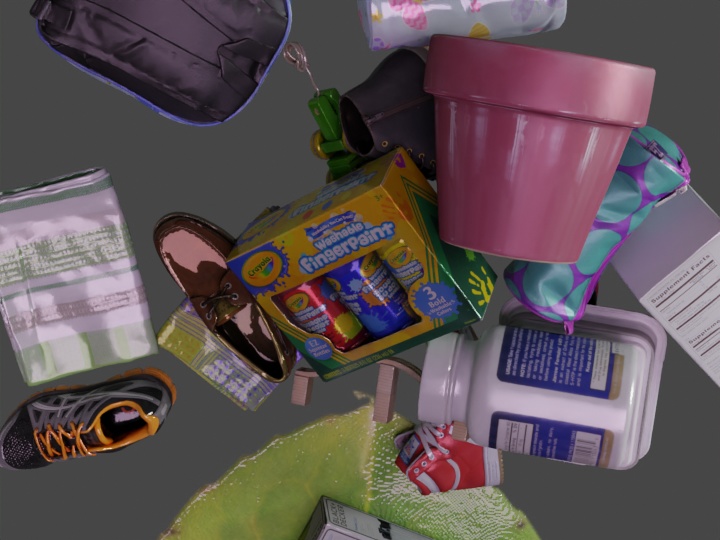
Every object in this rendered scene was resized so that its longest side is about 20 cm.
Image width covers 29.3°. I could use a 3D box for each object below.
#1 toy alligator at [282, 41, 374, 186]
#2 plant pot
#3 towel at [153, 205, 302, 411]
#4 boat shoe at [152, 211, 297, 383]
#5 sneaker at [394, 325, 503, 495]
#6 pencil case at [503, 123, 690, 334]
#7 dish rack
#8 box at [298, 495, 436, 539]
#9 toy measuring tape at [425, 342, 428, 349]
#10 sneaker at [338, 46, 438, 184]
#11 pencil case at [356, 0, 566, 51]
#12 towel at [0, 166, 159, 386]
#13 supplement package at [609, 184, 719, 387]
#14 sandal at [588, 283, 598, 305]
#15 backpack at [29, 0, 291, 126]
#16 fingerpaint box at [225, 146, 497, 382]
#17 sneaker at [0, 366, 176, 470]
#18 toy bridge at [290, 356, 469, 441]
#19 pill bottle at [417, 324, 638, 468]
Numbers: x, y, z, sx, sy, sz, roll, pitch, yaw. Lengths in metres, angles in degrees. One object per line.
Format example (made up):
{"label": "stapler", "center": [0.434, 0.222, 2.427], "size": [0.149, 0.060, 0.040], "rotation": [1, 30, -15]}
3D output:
{"label": "toy alligator", "center": [-0.015, -0.138, 1.339], "size": [0.054, 0.059, 0.201], "rotation": [-36, 111, -39]}
{"label": "plant pot", "center": [0.145, -0.106, 1.217], "size": [0.199, 0.200, 0.180], "rotation": [8, 99, -9]}
{"label": "towel", "center": [-0.101, 0.041, 1.414], "size": [0.143, 0.023, 0.200], "rotation": [40, 103, -20]}
{"label": "boat shoe", "center": [-0.129, 0.027, 1.356], "size": [0.072, 0.068, 0.200], "rotation": [-38, 110, 12]}
{"label": "sneaker", "center": [0.085, 0.153, 1.453], "size": [0.112, 0.071, 0.201], "rotation": [-12, 115, -4]}
{"label": "pencil case", "center": [0.225, -0.044, 1.305], "size": [0.092, 0.085, 0.200], "rotation": [41, 110, 15]}
{"label": "dish rack", "center": [0.221, 0.126, 1.424], "size": [0.170, 0.044, 0.201], "rotation": [9, 127, 12]}
{"label": "box", "center": [0.022, 0.342, 1.529], "size": [0.199, 0.060, 0.117], "rotation": [22, 108, -15]}
{"label": "toy measuring tape", "center": [0.068, 0.008, 1.390], "size": [0.073, 0.074, 0.201], "rotation": [-20, 110, 2]}
{"label": "sneaker", "center": [0.058, -0.105, 1.315], "size": [0.106, 0.075, 0.201], "rotation": [-38, 101, -28]}
{"label": "pencil case", "center": [0.094, -0.259, 1.280], "size": [0.199, 0.083, 0.091], "rotation": [-8, 89, -3]}
{"label": "towel", "center": [-0.294, 0.009, 1.366], "size": [0.148, 0.031, 0.201], "rotation": [-13, 107, 1]}
{"label": "supplement package", "center": [0.343, 0.016, 1.376], "size": [0.109, 0.114, 0.200], "rotation": [-41, 126, 11]}
{"label": "sandal", "center": [0.216, 0.022, 1.427], "size": [0.075, 0.045, 0.201], "rotation": [-13, 113, -1]}
{"label": "backpack", "center": [-0.163, -0.240, 1.225], "size": [0.199, 0.147, 0.183], "rotation": [32, 105, -13]}
{"label": "fingerpaint box", "center": [0.000, 0.000, 1.313], "size": [0.199, 0.074, 0.167], "rotation": [-23, 115, 33]}
{"label": "sneaker", "center": [-0.287, 0.160, 1.414], "size": [0.199, 0.077, 0.079], "rotation": [-22, 114, 5]}
{"label": "toy bridge", "center": [0.027, 0.123, 1.418], "size": [0.199, 0.027, 0.068], "rotation": [10, 99, 16]}
{"label": "pill bottle", "center": [0.160, 0.116, 1.327], "size": [0.199, 0.120, 0.120], "rotation": [9, 112, 8]}
